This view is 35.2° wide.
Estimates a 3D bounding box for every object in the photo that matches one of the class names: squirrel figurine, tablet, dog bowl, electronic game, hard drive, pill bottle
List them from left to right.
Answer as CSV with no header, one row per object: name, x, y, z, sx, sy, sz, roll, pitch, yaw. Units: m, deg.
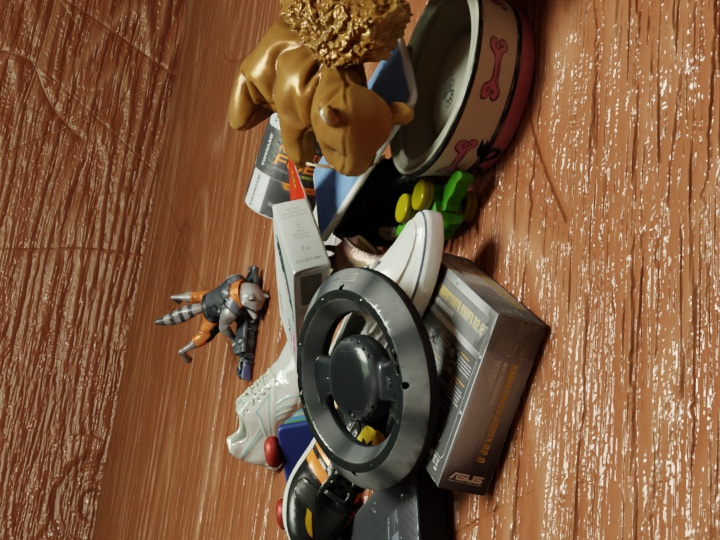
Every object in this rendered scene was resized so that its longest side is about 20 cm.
pill bottle,-0.087,-0.173,1.598,0.106,0.106,0.200,-121,46,-64
squirrel figurine,-0.026,-0.189,1.090,0.187,0.141,0.200,-128,45,-56
tablet,0.002,-0.139,1.200,0.200,0.014,0.130,-55,26,32
electronic game,0.003,0.097,1.020,0.200,0.042,0.201,10,103,53
hard drive,0.028,0.273,1.062,0.200,0.042,0.135,123,153,-48
dog bowl,0.100,-0.182,1.111,0.200,0.074,0.201,-167,90,-71

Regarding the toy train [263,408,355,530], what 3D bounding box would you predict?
toy train,-0.048,0.256,1.264,0.116,0.084,0.201,-88,-12,-83

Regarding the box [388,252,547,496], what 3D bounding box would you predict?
box,0.084,0.084,1.017,0.200,0.048,0.159,-132,58,-68

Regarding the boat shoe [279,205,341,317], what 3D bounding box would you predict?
boat shoe,-0.064,-0.026,1.488,0.072,0.068,0.201,-173,95,-71

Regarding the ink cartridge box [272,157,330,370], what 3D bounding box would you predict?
ink cartridge box,-0.072,-0.011,1.230,0.200,0.043,0.174,92,162,-54

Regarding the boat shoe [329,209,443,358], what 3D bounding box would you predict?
boat shoe,0.019,0.029,1.065,0.074,0.065,0.200,-109,36,-60

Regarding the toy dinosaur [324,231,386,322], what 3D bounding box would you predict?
toy dinosaur,0.000,0.000,1.190,0.200,0.086,0.136,92,163,-69

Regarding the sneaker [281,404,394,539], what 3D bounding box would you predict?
sneaker,-0.015,0.191,1.144,0.090,0.070,0.200,-39,22,55

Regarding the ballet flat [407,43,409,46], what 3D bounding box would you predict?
ballet flat,0.051,-0.202,1.293,0.200,0.067,0.067,-41,61,58

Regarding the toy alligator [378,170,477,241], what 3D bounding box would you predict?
toy alligator,0.063,-0.043,1.144,0.200,0.059,0.054,143,137,-62

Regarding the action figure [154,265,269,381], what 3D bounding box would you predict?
action figure,-0.226,0.082,1.807,0.193,0.105,0.200,-26,52,31

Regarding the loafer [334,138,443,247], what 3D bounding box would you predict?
loafer,0.035,-0.085,1.257,0.200,0.073,0.072,-31,42,54

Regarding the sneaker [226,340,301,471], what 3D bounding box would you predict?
sneaker,-0.119,0.172,1.502,0.070,0.080,0.201,-123,51,-67
